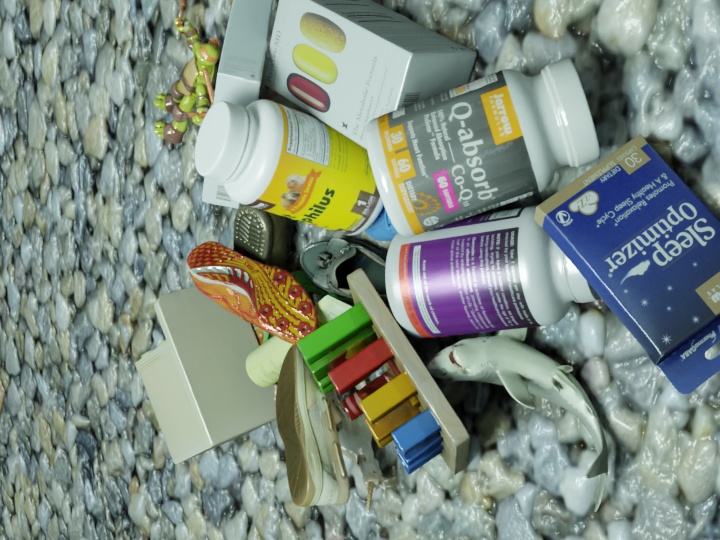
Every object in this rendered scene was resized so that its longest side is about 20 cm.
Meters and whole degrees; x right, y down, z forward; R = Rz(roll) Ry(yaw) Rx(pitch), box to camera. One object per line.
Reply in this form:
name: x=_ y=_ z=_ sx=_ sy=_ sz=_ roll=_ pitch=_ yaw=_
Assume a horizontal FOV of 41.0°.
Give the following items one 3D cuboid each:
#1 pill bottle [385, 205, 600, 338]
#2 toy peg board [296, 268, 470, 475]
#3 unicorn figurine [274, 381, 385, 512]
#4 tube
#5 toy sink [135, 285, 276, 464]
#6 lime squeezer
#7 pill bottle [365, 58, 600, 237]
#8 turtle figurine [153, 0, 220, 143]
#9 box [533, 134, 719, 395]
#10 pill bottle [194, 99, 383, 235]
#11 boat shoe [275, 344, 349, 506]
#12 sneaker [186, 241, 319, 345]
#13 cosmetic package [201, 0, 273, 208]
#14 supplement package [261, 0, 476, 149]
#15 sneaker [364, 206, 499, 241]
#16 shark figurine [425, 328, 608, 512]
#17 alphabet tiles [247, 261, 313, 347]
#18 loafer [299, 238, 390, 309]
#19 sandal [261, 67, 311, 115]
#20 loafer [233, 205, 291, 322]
pill bottle: x=0.129 y=0.001 z=0.930 sx=0.196 sy=0.112 sz=0.115 roll=-8 pitch=94 yaw=29
toy peg board: x=0.020 y=0.134 z=1.017 sx=0.201 sy=0.097 sz=0.201 roll=57 pitch=174 yaw=19
unicorn figurine: x=-0.027 y=0.192 z=1.178 sx=0.199 sy=0.073 sz=0.140 roll=5 pitch=109 yaw=59
tube: x=-0.070 y=0.085 z=1.186 sx=0.199 sy=0.058 sz=0.053 roll=-35 pitch=83 yaw=40
toy sink: x=-0.212 y=0.133 z=1.286 sx=0.111 sy=0.129 sz=0.203 roll=-29 pitch=81 yaw=44
lime squeezer: x=-0.081 y=0.040 z=1.214 sx=0.071 sy=0.038 sz=0.199 roll=46 pitch=135 yaw=-14
pill bottle: x=0.111 y=-0.115 z=0.886 sx=0.196 sy=0.116 sz=0.119 roll=-19 pitch=85 yaw=11
turtle figurine: x=-0.222 y=-0.255 z=1.268 sx=0.161 sy=0.063 sz=0.203 roll=-43 pitch=56 yaw=46
box: x=0.256 y=-0.009 z=0.823 sx=0.201 sy=0.120 sz=0.033 roll=54 pitch=170 yaw=20
pill bottle: x=-0.072 y=-0.112 z=1.024 sx=0.109 sy=0.197 sz=0.112 roll=-27 pitch=56 yaw=49
boat shoe: x=-0.053 y=0.177 z=1.110 sx=0.073 sy=0.064 sz=0.203 roll=121 pitch=147 yaw=-41
sneaker: x=-0.122 y=0.031 z=1.154 sx=0.198 sy=0.073 sz=0.078 roll=32 pitch=158 yaw=28
cosmetic package: x=-0.143 y=-0.198 z=1.120 sx=0.202 sy=0.051 sz=0.153 roll=109 pitch=170 yaw=-49
supplement package: x=0.004 y=-0.214 z=1.023 sx=0.199 sy=0.108 sz=0.116 roll=35 pitch=121 yaw=34
sneaker: x=0.058 y=-0.070 z=1.026 sx=0.198 sy=0.078 sz=0.067 roll=-12 pitch=93 yaw=46
shark figurine: x=0.179 y=0.128 z=0.969 sx=0.213 sy=0.128 sz=0.090 roll=36 pitch=149 yaw=13
alphabet tiles: x=-0.129 y=0.055 z=1.284 sx=0.198 sy=0.007 sz=0.171 roll=-14 pitch=89 yaw=45
loafer: x=0.000 y=0.000 z=1.097 sx=0.198 sy=0.063 sz=0.073 roll=19 pitch=87 yaw=38
sandal: x=-0.070 y=-0.167 z=1.141 sx=0.079 sy=0.059 sz=0.209 roll=-40 pitch=72 yaw=40
loafer: x=-0.124 y=-0.011 z=1.217 sx=0.076 sy=0.067 sz=0.202 roll=42 pitch=141 yaw=18
